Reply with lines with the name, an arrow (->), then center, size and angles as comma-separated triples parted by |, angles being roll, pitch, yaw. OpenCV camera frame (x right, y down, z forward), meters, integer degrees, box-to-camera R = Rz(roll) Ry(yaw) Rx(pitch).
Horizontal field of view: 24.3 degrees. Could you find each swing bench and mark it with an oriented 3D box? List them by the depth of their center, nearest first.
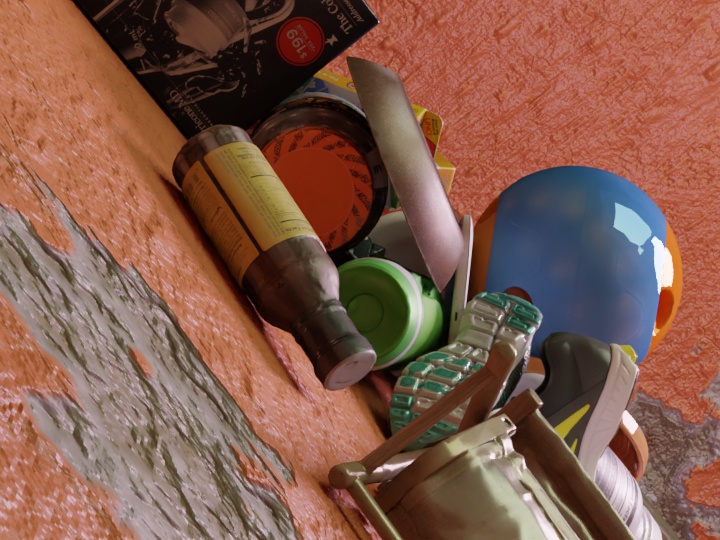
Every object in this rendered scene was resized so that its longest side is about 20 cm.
swing bench -> 0.103, 0.173, 1.000 | 0.199, 0.129, 0.200 | 54, 1, 17

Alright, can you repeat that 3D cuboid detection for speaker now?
speaker -> 0.019, 0.036, 1.314 | 0.089, 0.088, 0.200 | 53, 6, 9

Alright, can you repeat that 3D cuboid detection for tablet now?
tablet -> 0.083, 0.023, 1.457 | 0.200, 0.014, 0.131 | 64, 33, -87

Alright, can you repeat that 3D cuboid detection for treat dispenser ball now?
treat dispenser ball -> 0.192, 0.005, 1.525 | 0.201, 0.201, 0.201 | 51, 6, -8

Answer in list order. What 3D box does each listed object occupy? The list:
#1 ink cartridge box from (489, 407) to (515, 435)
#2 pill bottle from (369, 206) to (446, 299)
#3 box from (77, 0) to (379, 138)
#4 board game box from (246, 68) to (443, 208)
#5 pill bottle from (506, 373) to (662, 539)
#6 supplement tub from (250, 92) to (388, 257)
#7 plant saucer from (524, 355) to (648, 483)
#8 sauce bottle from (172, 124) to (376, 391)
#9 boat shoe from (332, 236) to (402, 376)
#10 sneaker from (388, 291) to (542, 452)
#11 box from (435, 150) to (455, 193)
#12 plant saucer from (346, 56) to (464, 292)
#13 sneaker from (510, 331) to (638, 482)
ink cartridge box -> 0.130, 0.203, 1.202 | 0.200, 0.084, 0.145 | 54, 6, 9
pill bottle -> 0.035, -0.025, 1.658 | 0.114, 0.114, 0.200 | 51, 6, -15
box -> -0.117, -0.229, 1.366 | 0.200, 0.182, 0.104 | 50, 7, -16
board game box -> -0.027, -0.128, 1.489 | 0.199, 0.096, 0.030 | 22, 34, 13
pill bottle -> 0.173, 0.191, 1.444 | 0.200, 0.116, 0.116 | 50, 7, -31
supplement tub -> -0.038, -0.078, 1.366 | 0.123, 0.122, 0.200 | 51, 6, -9
plant saucer -> 0.166, 0.136, 1.513 | 0.199, 0.032, 0.201 | 20, -31, 13
sauce bottle -> -0.057, -0.008, 1.116 | 0.200, 0.065, 0.065 | 58, 8, 27
boat shoe -> 0.000, 0.000, 1.498 | 0.200, 0.060, 0.076 | 54, 6, 14
sneaker -> 0.084, 0.099, 1.306 | 0.077, 0.092, 0.200 | 21, 36, 24
box -> -0.023, -0.110, 1.607 | 0.199, 0.042, 0.119 | -2, 31, -27
plant saucer -> 0.041, -0.082, 1.323 | 0.200, 0.036, 0.201 | -22, 90, -85
sneaker -> 0.147, 0.141, 1.320 | 0.084, 0.201, 0.074 | 23, -5, -1
